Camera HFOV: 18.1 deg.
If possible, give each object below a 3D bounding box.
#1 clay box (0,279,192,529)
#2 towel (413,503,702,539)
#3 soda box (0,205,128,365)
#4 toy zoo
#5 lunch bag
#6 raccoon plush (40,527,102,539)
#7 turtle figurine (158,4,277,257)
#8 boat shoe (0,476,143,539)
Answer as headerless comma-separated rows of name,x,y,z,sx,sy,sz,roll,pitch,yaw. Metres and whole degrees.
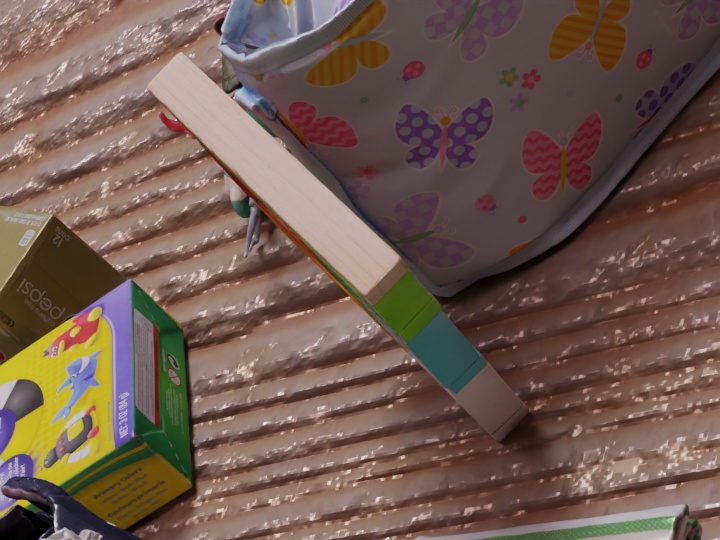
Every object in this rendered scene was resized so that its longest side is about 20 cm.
clay box,-0.172,0.102,1.092,0.199,0.048,0.115,-32,35,17
towel,0.041,0.179,0.807,0.152,0.023,0.201,-12,47,40
soda box,-0.211,0.005,1.217,0.199,0.068,0.064,9,61,51
toy zoo,0.000,0.000,0.895,0.020,0.200,0.131,-45,61,-2
lunch bag,0.047,-0.111,0.971,0.200,0.170,0.127,-50,35,-6
raccoon plush,-0.128,0.189,0.855,0.133,0.097,0.202,-1,95,32
turtle figurine,-0.022,-0.106,1.113,0.149,0.101,0.201,-25,33,27
boat shoe,-0.095,0.149,0.918,0.075,0.093,0.200,-53,34,-12
